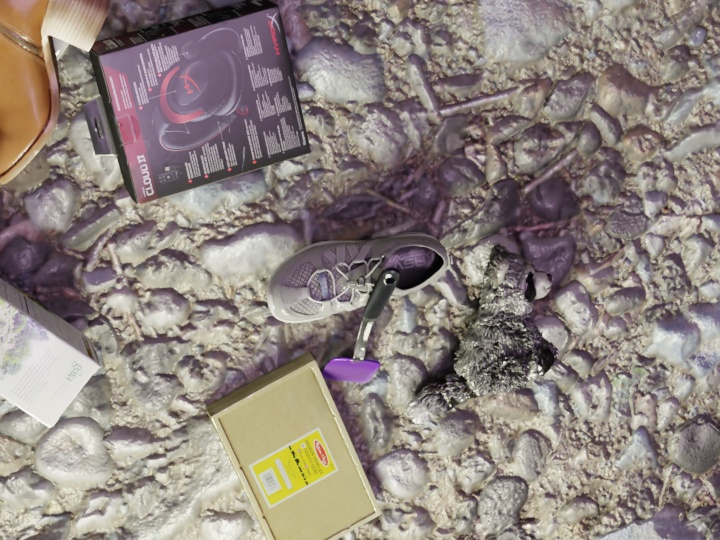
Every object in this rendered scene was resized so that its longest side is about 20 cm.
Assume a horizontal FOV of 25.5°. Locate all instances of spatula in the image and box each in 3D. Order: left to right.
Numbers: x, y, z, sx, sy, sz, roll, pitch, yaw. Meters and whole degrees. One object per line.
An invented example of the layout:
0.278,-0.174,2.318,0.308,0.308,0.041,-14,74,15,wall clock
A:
0.006,0.060,1.601,0.056,0.021,0.201,6,138,-13,spatula

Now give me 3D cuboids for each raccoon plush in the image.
0.118,0.065,1.669,0.199,0.097,0.135,-31,105,-8,raccoon plush

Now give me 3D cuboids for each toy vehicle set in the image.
-0.069,0.202,1.675,0.123,0.027,0.202,-26,113,-10,toy vehicle set

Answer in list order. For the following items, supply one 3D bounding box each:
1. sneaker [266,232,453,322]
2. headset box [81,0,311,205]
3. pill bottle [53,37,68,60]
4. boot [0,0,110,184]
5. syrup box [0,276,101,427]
0.000,0.000,1.602,0.198,0.082,0.076,-18,97,-17,sneaker
-0.162,-0.160,1.508,0.198,0.075,0.150,-18,111,-13,headset box
-0.343,-0.266,1.393,0.199,0.114,0.114,31,94,-25,pill bottle
-0.318,-0.182,1.335,0.154,0.077,0.201,22,117,-22,boot
-0.350,0.055,1.503,0.199,0.081,0.079,38,93,-25,syrup box
